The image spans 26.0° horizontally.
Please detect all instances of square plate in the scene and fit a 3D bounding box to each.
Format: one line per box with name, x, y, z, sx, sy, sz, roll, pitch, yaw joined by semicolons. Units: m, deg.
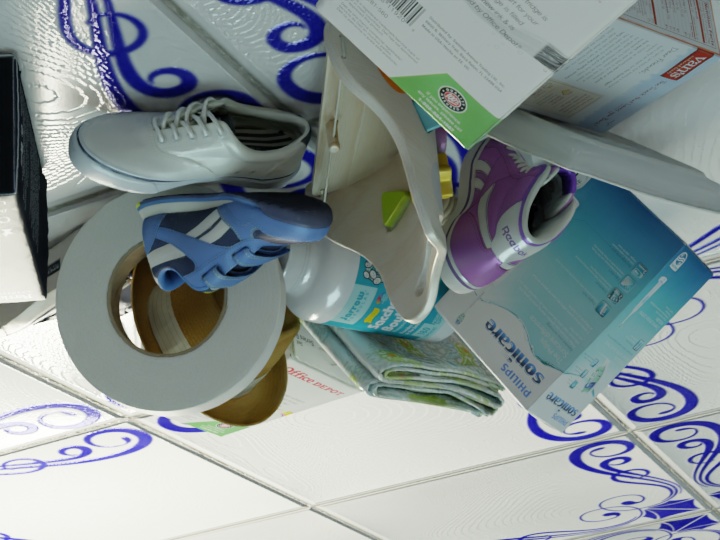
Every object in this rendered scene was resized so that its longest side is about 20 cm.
square plate;0.184;-0.098;1.255;0.196;0.029;0.200;13;-167;-34

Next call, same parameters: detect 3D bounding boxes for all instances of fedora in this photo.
fedora;-0.120;0.046;1.439;0.081;0.202;0.200;-32;146;30

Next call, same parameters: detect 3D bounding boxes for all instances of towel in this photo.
towel;0.035;0.071;1.544;0.170;0.200;0.049;14;109;-36

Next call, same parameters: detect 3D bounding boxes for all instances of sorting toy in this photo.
sorting toy;0.029;-0.063;1.202;0.106;0.182;0.201;-7;146;-12

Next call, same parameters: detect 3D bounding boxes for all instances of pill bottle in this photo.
pill bottle;0.000;0.000;1.447;0.198;0.112;0.111;11;151;-33

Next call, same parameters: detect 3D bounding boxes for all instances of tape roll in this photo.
tape roll;-0.164;0.024;1.354;0.200;0.205;0.037;-7;167;3

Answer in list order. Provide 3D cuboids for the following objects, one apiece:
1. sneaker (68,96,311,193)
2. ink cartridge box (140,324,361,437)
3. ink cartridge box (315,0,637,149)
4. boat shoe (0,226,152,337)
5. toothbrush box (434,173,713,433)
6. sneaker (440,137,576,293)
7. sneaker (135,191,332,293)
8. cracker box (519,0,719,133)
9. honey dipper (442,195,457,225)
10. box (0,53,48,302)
sneaker;-0.133;-0.109;1.247;0.198;0.074;0.071;-3;147;-29
ink cartridge box;-0.114;0.100;1.667;0.198;0.088;0.145;-18;153;28
ink cartridge box;0.086;-0.194;1.005;0.146;0.085;0.200;42;140;-7
boat shoe;-0.280;0.027;1.480;0.199;0.075;0.092;-22;145;31
toothbrush box;0.188;0.018;1.393;0.200;0.147;0.085;-47;144;6
sneaker;0.136;-0.064;1.268;0.114;0.201;0.073;-31;113;33
sneaker;-0.101;-0.024;1.277;0.198;0.083;0.074;-1;180;41
cracker box;0.152;-0.175;1.169;0.198;0.058;0.134;13;151;-34
honey dipper;0.039;-0.086;1.364;0.038;0.038;0.200;-16;152;21
box;-0.353;-0.063;1.219;0.197;0.125;0.197;-3;157;-6
